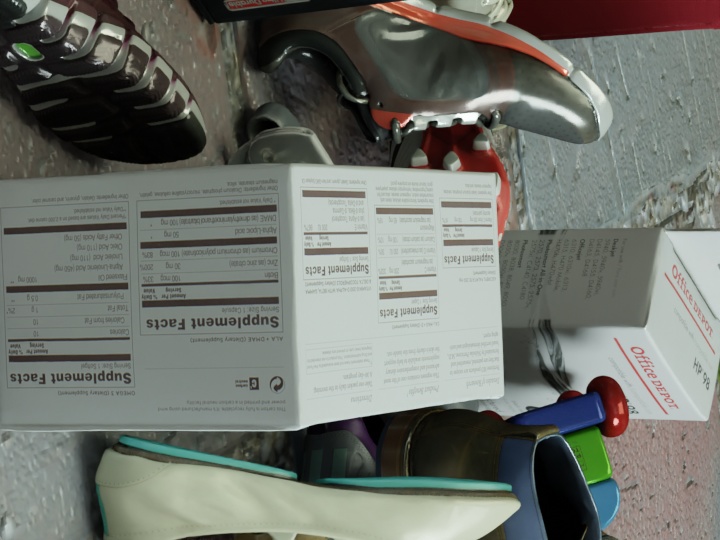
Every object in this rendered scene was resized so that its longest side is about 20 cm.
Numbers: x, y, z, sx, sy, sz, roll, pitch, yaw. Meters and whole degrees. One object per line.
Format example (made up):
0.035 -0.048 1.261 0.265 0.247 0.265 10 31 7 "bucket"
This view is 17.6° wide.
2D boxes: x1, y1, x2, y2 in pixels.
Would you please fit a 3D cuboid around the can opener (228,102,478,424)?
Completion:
0.000 0.000 1.221 0.200 0.053 0.067 57 28 -24 "can opener"

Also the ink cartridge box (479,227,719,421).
0.134 0.032 1.347 0.116 0.199 0.067 50 48 -49 "ink cartridge box"

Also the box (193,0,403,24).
-0.015 -0.190 1.080 0.159 0.199 0.046 55 40 -47 "box"

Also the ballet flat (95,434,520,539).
-0.026 0.120 1.085 0.069 0.199 0.070 -172 -90 -83 "ballet flat"

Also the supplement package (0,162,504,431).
-0.046 0.012 1.058 0.200 0.155 0.111 -1 89 -62 "supplement package"

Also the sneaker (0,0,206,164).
-0.122 -0.133 1.014 0.200 0.075 0.116 43 49 -52 "sneaker"

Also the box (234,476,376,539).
-0.003 0.205 1.195 0.163 0.021 0.201 -14 112 -45 "box"

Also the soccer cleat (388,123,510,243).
0.046 -0.054 1.296 0.085 0.068 0.201 82 3 -52 "soccer cleat"

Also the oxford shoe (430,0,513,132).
0.062 -0.161 1.374 0.075 0.058 0.200 -67 145 -42 "oxford shoe"

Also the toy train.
0.102 0.133 1.321 0.200 0.084 0.116 133 -59 -77 "toy train"

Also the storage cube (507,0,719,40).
0.192 -0.242 1.490 0.171 0.179 0.201 -21 108 -60 "storage cube"

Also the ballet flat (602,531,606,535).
0.126 0.171 1.488 0.200 0.046 0.068 39 54 -55 "ballet flat"

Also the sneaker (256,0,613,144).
0.034 -0.097 1.232 0.077 0.199 0.082 142 -31 -76 "sneaker"

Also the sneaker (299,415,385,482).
0.031 0.127 1.288 0.200 0.074 0.088 30 58 -57 "sneaker"

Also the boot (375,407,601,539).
0.074 0.164 1.153 0.075 0.097 0.201 -25 102 -43 "boot"
